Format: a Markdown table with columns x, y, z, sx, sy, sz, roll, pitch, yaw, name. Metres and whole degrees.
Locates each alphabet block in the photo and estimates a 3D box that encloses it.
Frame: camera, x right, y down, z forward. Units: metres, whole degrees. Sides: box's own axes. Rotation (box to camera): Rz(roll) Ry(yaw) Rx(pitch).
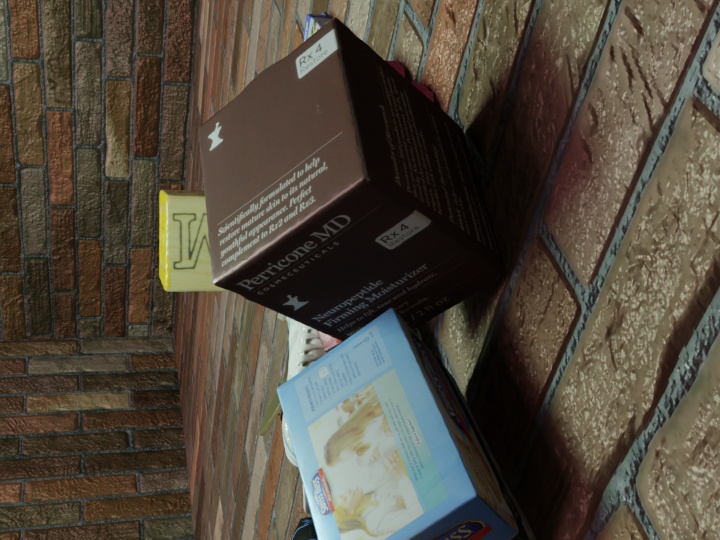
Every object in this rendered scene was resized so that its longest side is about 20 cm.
| x | y | z | sx | sy | sz | roll | pitch | yaw | name |
| --- | --- | --- | --- | --- | --- | --- | --- | --- | --- |
| -0.323 | -0.066 | 1.855 | 0.195 | 0.195 | 0.201 | -158 | 69 | -71 | alphabet block |

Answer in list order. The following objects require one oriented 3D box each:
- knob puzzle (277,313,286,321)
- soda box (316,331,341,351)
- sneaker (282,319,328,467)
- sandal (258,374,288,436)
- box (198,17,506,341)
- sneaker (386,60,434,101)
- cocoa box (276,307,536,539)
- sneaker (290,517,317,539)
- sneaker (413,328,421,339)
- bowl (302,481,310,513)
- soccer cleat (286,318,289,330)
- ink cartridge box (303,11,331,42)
| x | y | z | sx | sy | sz | roll | pitch | yaw | name |
| --- | --- | --- | --- | --- | --- | --- | --- | --- | --- |
| -0.058 | -0.029 | 1.105 | 0.222 | 0.030 | 0.220 | -58 | 6 | 10 | knob puzzle |
| -0.035 | -0.025 | 0.907 | 0.069 | 0.063 | 0.203 | -31 | 78 | 35 | soda box |
| -0.043 | 0.104 | 0.925 | 0.081 | 0.075 | 0.205 | 109 | 163 | -72 | sneaker |
| -0.077 | 0.172 | 1.291 | 0.214 | 0.069 | 0.078 | -62 | 10 | 16 | sandal |
| -0.008 | -0.060 | 0.739 | 0.164 | 0.199 | 0.167 | -31 | 53 | 28 | box |
| 0.026 | -0.161 | 0.935 | 0.201 | 0.079 | 0.090 | -105 | 20 | -61 | sneaker |
| 0.034 | 0.162 | 0.711 | 0.131 | 0.132 | 0.202 | 48 | -168 | -41 | cocoa box |
| -0.083 | 0.470 | 1.311 | 0.078 | 0.069 | 0.204 | -120 | 39 | -66 | sneaker |
| 0.039 | 0.148 | 0.885 | 0.087 | 0.076 | 0.203 | 53 | -149 | -44 | sneaker |
| -0.029 | 0.181 | 1.050 | 0.200 | 0.073 | 0.205 | 86 | -178 | -82 | bowl |
| -0.081 | 0.043 | 1.286 | 0.200 | 0.067 | 0.087 | 134 | 139 | -72 | soccer cleat |
| -0.052 | -0.288 | 1.240 | 0.201 | 0.041 | 0.122 | -116 | 31 | -58 | ink cartridge box |
